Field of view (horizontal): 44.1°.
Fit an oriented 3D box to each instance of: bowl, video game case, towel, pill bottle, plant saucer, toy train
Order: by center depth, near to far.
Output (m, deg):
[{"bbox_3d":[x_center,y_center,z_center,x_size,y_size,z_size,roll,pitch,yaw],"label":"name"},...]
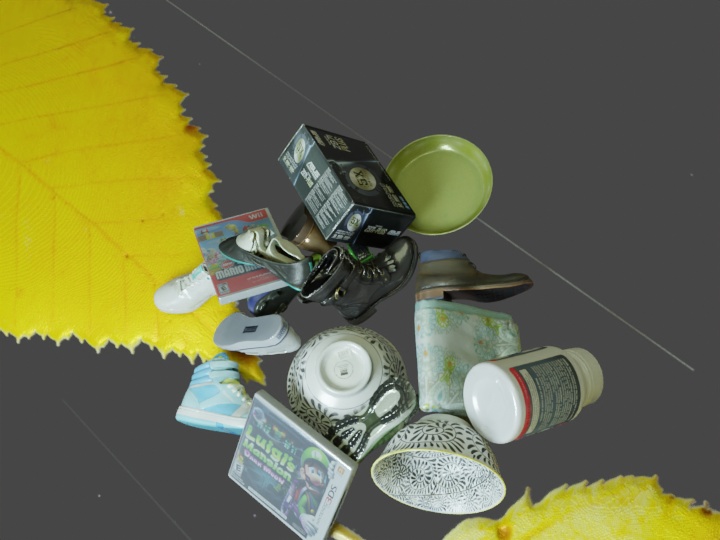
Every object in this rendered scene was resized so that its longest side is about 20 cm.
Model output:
[{"bbox_3d":[0.263,0.178,1.324,0.199,0.120,0.120,-9,57,-34],"label":"pill bottle"},{"bbox_3d":[0.121,0.278,1.331,0.199,0.202,0.095,1,50,14],"label":"bowl"},{"bbox_3d":[0.173,0.141,1.383,0.199,0.048,0.173,11,62,-29],"label":"towel"},{"bbox_3d":[-0.110,0.312,1.385,0.199,0.023,0.183,34,121,22],"label":"video game case"},{"bbox_3d":[-0.023,0.169,1.431,0.199,0.094,0.202,-1,67,2],"label":"bowl"},{"bbox_3d":[-0.201,-0.029,1.550,0.142,0.018,0.201,-16,44,-13],"label":"video game case"},{"bbox_3d":[-0.030,-0.082,1.586,0.042,0.056,0.201,-31,64,-1],"label":"toy train"},{"bbox_3d":[0.138,-0.149,1.588,0.198,0.031,0.202,-5,65,12],"label":"plant saucer"}]

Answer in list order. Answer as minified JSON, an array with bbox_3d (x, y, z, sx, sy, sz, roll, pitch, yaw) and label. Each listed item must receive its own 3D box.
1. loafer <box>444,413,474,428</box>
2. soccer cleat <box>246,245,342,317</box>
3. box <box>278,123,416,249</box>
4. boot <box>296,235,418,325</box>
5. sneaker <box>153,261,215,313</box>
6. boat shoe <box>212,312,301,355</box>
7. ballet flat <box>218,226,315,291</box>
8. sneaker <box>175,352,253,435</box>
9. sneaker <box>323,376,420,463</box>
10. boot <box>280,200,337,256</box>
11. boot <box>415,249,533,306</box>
[{"bbox_3d":[0.149,0.156,1.430,0.075,0.070,0.201,-16,64,6],"label":"loafer"},{"bbox_3d":[-0.115,0.011,1.565,0.200,0.065,0.084,-36,36,-10],"label":"soccer cleat"},{"bbox_3d":[-0.024,-0.143,1.535,0.086,0.163,0.201,-50,54,27],"label":"box"},{"bbox_3d":[0.000,0.000,1.465,0.069,0.174,0.200,39,89,33],"label":"boot"},{"bbox_3d":[-0.284,0.017,1.588,0.198,0.089,0.076,-15,64,6],"label":"sneaker"},{"bbox_3d":[-0.178,0.118,1.513,0.199,0.065,0.074,1,56,51],"label":"boat shoe"},{"bbox_3d":[-0.153,-0.034,1.487,0.199,0.069,0.068,22,33,25],"label":"ballet flat"},{"bbox_3d":[-0.207,0.206,1.493,0.198,0.080,0.132,6,70,16],"label":"sneaker"},{"bbox_3d":[0.025,0.249,1.366,0.200,0.088,0.077,-41,52,16],"label":"sneaker"},{"bbox_3d":[-0.089,-0.069,1.558,0.075,0.200,0.074,33,100,-18],"label":"boot"},{"bbox_3d":[0.185,0.002,1.487,0.198,0.075,0.098,-8,68,12],"label":"boot"}]
